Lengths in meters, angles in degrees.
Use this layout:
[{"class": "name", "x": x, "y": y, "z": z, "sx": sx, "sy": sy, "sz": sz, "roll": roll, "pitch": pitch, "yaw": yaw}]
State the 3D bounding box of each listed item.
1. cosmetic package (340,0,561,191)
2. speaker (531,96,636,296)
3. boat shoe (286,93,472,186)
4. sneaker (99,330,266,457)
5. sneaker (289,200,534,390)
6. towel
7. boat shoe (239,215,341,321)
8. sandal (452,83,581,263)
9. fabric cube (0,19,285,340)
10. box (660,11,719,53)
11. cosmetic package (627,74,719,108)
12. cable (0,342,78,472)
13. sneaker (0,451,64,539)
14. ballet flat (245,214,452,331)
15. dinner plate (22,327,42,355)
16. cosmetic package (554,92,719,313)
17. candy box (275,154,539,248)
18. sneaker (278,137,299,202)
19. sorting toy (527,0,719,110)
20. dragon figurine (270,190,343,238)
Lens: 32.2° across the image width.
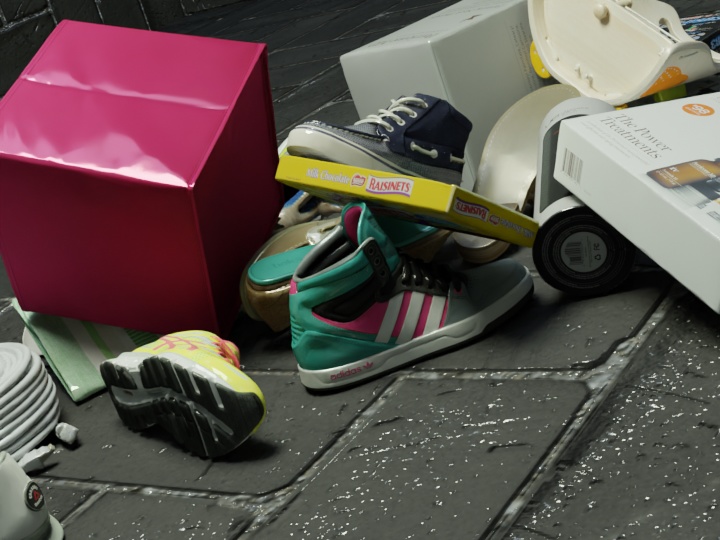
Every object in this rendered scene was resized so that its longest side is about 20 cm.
[{"class": "cosmetic package", "x": 0.121, "y": -0.189, "z": 1.315, "sx": 0.199, "sy": 0.168, "sz": 0.167, "roll": -29, "pitch": 19, "yaw": -29}, {"class": "speaker", "x": 0.182, "y": -0.065, "z": 1.017, "sx": 0.080, "sy": 0.082, "sz": 0.201, "roll": -12, "pitch": 29, "yaw": 17}, {"class": "boat shoe", "x": 0.020, "y": -0.117, "z": 1.077, "sx": 0.074, "sy": 0.094, "sz": 0.199, "roll": 8, "pitch": -7, "yaw": 42}, {"class": "sneaker", "x": -0.121, "y": 0.079, "z": 0.944, "sx": 0.090, "sy": 0.079, "sz": 0.199, "roll": -27, "pitch": 20, "yaw": -31}, {"class": "sneaker", "x": 0.030, "y": 0.000, "z": 0.954, "sx": 0.198, "sy": 0.122, "sz": 0.084, "roll": -22, "pitch": 19, "yaw": -12}, {"class": "towel", "x": -0.205, "y": 0.030, "z": 1.156, "sx": 0.199, "sy": 0.024, "sz": 0.152, "roll": -26, "pitch": 45, "yaw": -23}, {"class": "boat shoe", "x": -0.019, "y": -0.011, "z": 1.115, "sx": 0.199, "sy": 0.073, "sz": 0.065, "roll": -25, "pitch": 18, "yaw": -36}, {"class": "sandal", "x": 0.148, "y": -0.077, "z": 1.157, "sx": 0.077, "sy": 0.070, "sz": 0.213, "roll": 12, "pitch": 55, "yaw": 31}, {"class": "fabric cube", "x": -0.194, "y": -0.081, "z": 1.108, "sx": 0.197, "sy": 0.197, "sz": 0.201, "roll": 8, "pitch": 46, "yaw": 12}, {"class": "box", "x": 0.334, "y": -0.249, "z": 1.480, "sx": 0.198, "sy": 0.050, "sz": 0.199, "roll": -31, "pitch": 22, "yaw": -35}, {"class": "cosmetic package", "x": 0.300, "y": -0.124, "z": 1.165, "sx": 0.149, "sy": 0.052, "sz": 0.200, "roll": -21, "pitch": 19, "yaw": -1}, {"class": "cable", "x": -0.346, "y": 0.129, "z": 1.019, "sx": 0.199, "sy": 0.070, "sz": 0.200, "roll": -25, "pitch": 20, "yaw": -20}, {"class": "sneaker", "x": -0.308, "y": 0.169, "z": 0.851, "sx": 0.198, "sy": 0.089, "sz": 0.074, "roll": -17, "pitch": 20, "yaw": 9}, {"class": "ballet flat", "x": 0.000, "y": 0.000, "z": 1.057, "sx": 0.198, "sy": 0.073, "sz": 0.068, "roll": -23, "pitch": 35, "yaw": -13}, {"class": "dinner plate", "x": -0.266, "y": 0.009, "z": 1.269, "sx": 0.199, "sy": 0.024, "sz": 0.201, "roll": -28, "pitch": 26, "yaw": 15}, {"class": "cosmetic package", "x": 0.252, "y": -0.056, "z": 0.870, "sx": 0.149, "sy": 0.052, "sz": 0.200, "roll": -10, "pitch": 34, "yaw": -23}, {"class": "candy box", "x": 0.032, "y": -0.055, "z": 0.967, "sx": 0.102, "sy": 0.027, "sz": 0.199, "roll": 21, "pitch": -4, "yaw": -42}, {"class": "sneaker", "x": -0.075, "y": -0.104, "z": 1.441, "sx": 0.199, "sy": 0.074, "sz": 0.081, "roll": -37, "pitch": 35, "yaw": -29}, {"class": "sorting toy", "x": 0.282, "y": -0.224, "z": 1.224, "sx": 0.179, "sy": 0.108, "sz": 0.200, "roll": -12, "pitch": 41, "yaw": -32}, {"class": "dragon figurine", "x": -0.104, "y": -0.041, "z": 1.277, "sx": 0.198, "sy": 0.059, "sz": 0.100, "roll": -23, "pitch": 16, "yaw": 20}]
